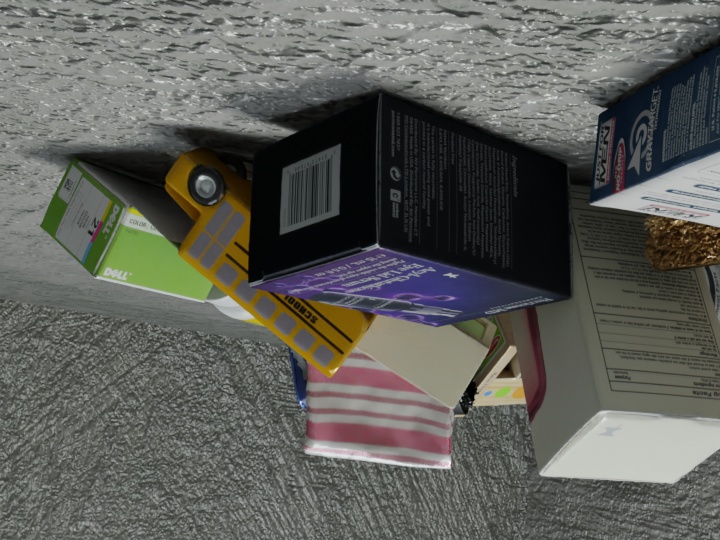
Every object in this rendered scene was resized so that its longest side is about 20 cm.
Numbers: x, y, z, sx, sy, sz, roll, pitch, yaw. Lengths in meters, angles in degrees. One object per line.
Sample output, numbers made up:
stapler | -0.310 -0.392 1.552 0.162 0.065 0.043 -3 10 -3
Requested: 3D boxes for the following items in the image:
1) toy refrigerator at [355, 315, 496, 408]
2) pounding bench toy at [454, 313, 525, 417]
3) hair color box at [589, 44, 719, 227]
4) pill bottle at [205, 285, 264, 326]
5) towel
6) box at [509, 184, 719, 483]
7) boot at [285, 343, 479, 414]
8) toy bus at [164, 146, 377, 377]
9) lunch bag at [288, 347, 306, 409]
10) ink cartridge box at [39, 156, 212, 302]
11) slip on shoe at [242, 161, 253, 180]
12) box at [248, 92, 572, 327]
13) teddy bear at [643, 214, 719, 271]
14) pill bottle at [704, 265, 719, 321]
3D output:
toy refrigerator | 0.017 0.027 0.946 0.198 0.071 0.076 32 -164 5
pounding bench toy | 0.180 0.040 1.121 0.153 0.126 0.201 2 139 -29
hair color box | 0.210 -0.073 0.591 0.098 0.062 0.200 9 171 -12
pill bottle | -0.099 0.002 1.182 0.112 0.117 0.199 2 171 29
towel | 0.018 0.082 1.008 0.143 0.204 0.030 4 -169 9
box | 0.196 0.049 0.855 0.125 0.203 0.109 7 145 -17
boot | 0.016 0.058 1.061 0.165 0.203 0.077 -11 -156 22
toy bus | -0.075 -0.011 0.884 0.199 0.079 0.065 39 -162 1
lunch bag | -0.024 0.068 1.323 0.130 0.204 0.136 -16 162 19
ink cartridge box | -0.175 -0.012 1.005 0.199 0.077 0.147 37 -169 35
slip on shoe | -0.096 -0.051 1.013 0.073 0.062 0.200 3 172 16
box | 0.038 -0.033 0.796 0.198 0.106 0.147 13 161 -38
teddy bear | 0.297 -0.043 0.766 0.198 0.068 0.144 -9 173 41
pill bottle | 0.311 0.037 1.065 0.197 0.122 0.119 12 170 -31
